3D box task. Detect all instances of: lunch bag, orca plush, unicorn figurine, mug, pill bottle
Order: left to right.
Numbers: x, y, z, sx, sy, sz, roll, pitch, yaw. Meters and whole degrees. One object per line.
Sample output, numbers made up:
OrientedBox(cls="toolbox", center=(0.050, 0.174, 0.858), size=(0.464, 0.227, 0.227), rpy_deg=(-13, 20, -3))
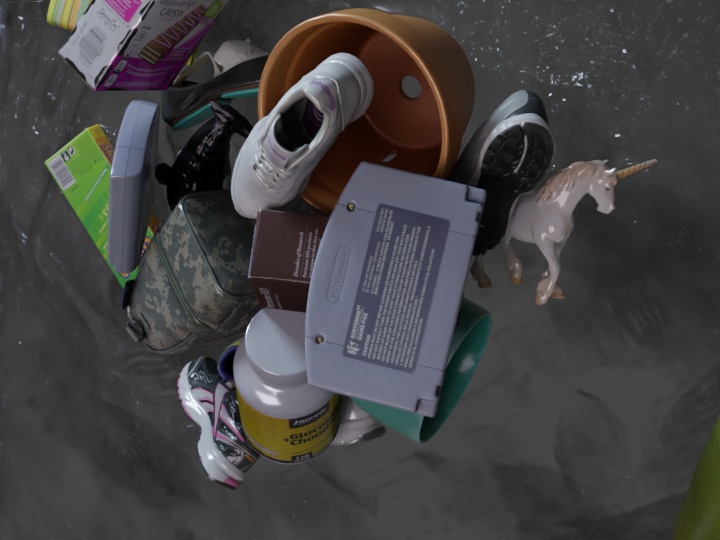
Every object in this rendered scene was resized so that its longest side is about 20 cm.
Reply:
OrientedBox(cls="orca plush", center=(-0.165, -0.089, 1.295), size=(0.105, 0.072, 0.200), rpy_deg=(24, 140, -24))
OrientedBox(cls="lunch bag", center=(-0.138, 0.008, 1.268), size=(0.140, 0.199, 0.168), rpy_deg=(57, 133, 18))
OrientedBox(cls="pill bottle", center=(-0.075, 0.116, 1.234), size=(0.111, 0.112, 0.201), rpy_deg=(30, 154, 15))
OrientedBox(cls="mug", center=(0.047, 0.097, 1.233), size=(0.114, 0.152, 0.186), rpy_deg=(29, 124, 17))
OrientedBox(cls="unicorn figurine", center=(0.172, -0.043, 1.138), size=(0.198, 0.074, 0.139), rpy_deg=(10, 107, 33))

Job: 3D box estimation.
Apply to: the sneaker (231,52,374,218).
OrientedBox(cls="sneaker", center=(-0.072, -0.113, 1.063), size=(0.075, 0.100, 0.200), rpy_deg=(44, 129, 3))

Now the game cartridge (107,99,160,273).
OrientedBox(cls="game cartridge", center=(-0.245, -0.103, 1.297), size=(0.041, 0.201, 0.134), rpy_deg=(9, 120, -8))

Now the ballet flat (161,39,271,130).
OrientedBox(cls="ballet flat", center=(-0.143, -0.204, 1.261), size=(0.199, 0.068, 0.069), rpy_deg=(-13, 93, 35))

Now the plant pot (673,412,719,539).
OrientedBox(cls="plant pot", center=(0.382, 0.208, 1.078), size=(0.200, 0.200, 0.194), rpy_deg=(35, 138, 12))

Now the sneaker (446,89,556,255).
OrientedBox(cls="sneaker", center=(0.118, -0.085, 1.115), size=(0.073, 0.080, 0.200), rpy_deg=(24, 134, -15))

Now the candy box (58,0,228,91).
OrientedBox(cls="candy box", center=(-0.193, -0.272, 1.180), size=(0.061, 0.136, 0.200), rpy_deg=(43, 112, 11))

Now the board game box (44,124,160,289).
OrientedBox(cls="board game box", center=(-0.297, -0.067, 1.440), size=(0.095, 0.030, 0.201), rpy_deg=(-27, 94, 38))

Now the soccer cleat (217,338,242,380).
OrientedBox(cls="soccer cleat", center=(-0.078, 0.090, 1.347), size=(0.199, 0.084, 0.065), rpy_deg=(-16, 103, 35))

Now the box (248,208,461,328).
OrientedBox(cls="box", center=(0.000, 0.000, 1.120), size=(0.198, 0.076, 0.100), rpy_deg=(8, 162, 5))

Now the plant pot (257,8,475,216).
OrientedBox(cls="plant pot", center=(0.020, -0.159, 1.135), size=(0.198, 0.140, 0.202), rpy_deg=(13, 118, 25))

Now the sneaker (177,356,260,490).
OrientedBox(cls="sneaker", center=(-0.148, 0.165, 1.394), size=(0.086, 0.201, 0.080), rpy_deg=(-40, 131, 9))

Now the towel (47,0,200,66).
OrientedBox(cls="towel", center=(-0.252, -0.287, 1.295), size=(0.198, 0.018, 0.087), rpy_deg=(20, 97, 22))

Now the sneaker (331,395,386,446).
OrientedBox(cls="sneaker", center=(-0.057, 0.162, 1.390), size=(0.198, 0.074, 0.088), rpy_deg=(-11, 86, 34))

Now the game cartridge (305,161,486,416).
OrientedBox(cls="game cartridge", center=(0.024, 0.013, 1.038), size=(0.132, 0.042, 0.202), rpy_deg=(14, 89, 8))
